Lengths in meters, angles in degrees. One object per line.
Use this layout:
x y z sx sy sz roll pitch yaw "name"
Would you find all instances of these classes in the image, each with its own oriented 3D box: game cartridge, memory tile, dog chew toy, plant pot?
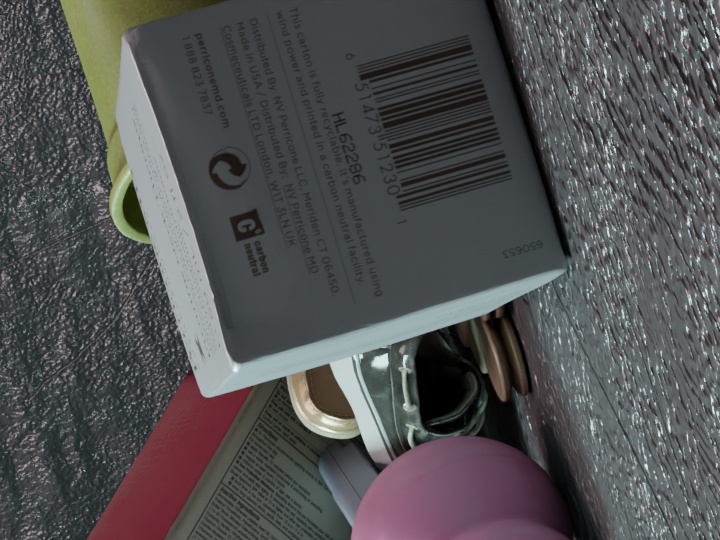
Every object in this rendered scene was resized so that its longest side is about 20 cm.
0.057 0.196 1.436 0.200 0.042 0.133 48 -176 -21 "game cartridge"
0.054 -0.034 1.336 0.153 0.017 0.200 -122 17 -72 "memory tile"
0.074 0.177 1.246 0.200 0.124 0.125 -126 18 -52 "dog chew toy"
-0.104 -0.148 1.504 0.184 0.200 0.200 62 172 20 "plant pot"

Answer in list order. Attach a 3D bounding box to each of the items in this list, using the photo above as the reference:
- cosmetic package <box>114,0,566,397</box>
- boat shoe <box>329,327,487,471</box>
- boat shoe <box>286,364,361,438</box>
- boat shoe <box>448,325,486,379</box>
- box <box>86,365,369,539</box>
-0.017 -0.043 1.145 0.200 0.166 0.168 136 116 -80 "cosmetic package"
0.038 0.078 1.380 0.071 0.064 0.200 -65 -27 -19 "boat shoe"
0.000 0.000 1.416 0.069 0.074 0.200 117 163 -72 "boat shoe"
0.031 0.042 1.517 0.073 0.063 0.200 42 164 -19 "boat shoe"
-0.068 0.142 1.499 0.128 0.200 0.109 42 152 -23 "box"
